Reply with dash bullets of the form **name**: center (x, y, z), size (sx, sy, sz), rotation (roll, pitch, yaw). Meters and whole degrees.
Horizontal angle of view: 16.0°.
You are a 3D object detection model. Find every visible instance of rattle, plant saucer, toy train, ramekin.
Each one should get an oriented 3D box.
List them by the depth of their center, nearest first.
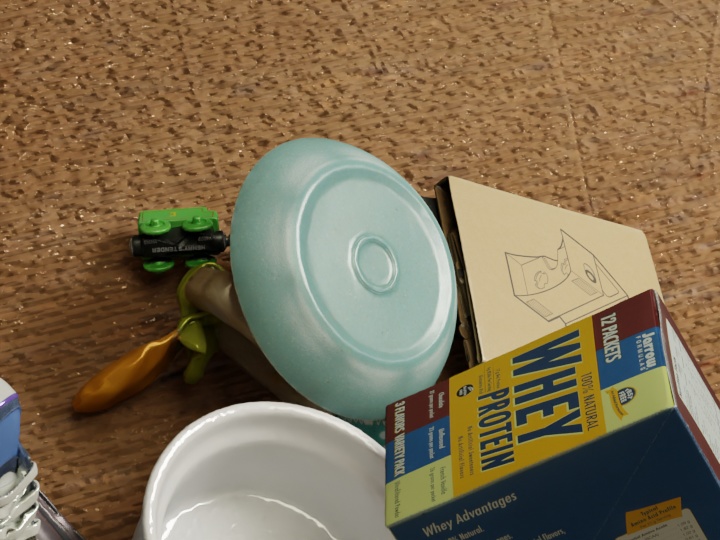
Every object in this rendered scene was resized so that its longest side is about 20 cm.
- **ramekin**: center (-0.057, 0.195, 1.665), size (0.200, 0.098, 0.201), rotation (12, 52, -15)
- **plant saucer**: center (0.000, 0.000, 1.730), size (0.200, 0.036, 0.200), rotation (19, 61, -37)
- **rattle**: center (-0.069, 0.101, 1.751), size (0.200, 0.130, 0.143), rotation (49, 58, -20)
- **toy train**: center (-0.064, -0.028, 1.819), size (0.200, 0.042, 0.056), rotation (-3, 22, -2)

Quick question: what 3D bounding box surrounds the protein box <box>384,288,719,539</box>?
- **protein box**: center (0.147, 0.158, 1.634), size (0.200, 0.198, 0.135), rotation (58, 16, -27)

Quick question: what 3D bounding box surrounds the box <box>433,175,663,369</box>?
- **box**: center (0.149, 0.020, 1.898), size (0.200, 0.021, 0.164), rotation (14, 51, -33)

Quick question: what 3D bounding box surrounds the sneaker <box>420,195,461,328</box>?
- **sneaker**: center (0.027, -0.010, 1.881), size (0.200, 0.060, 0.104), rotation (1, 57, -29)

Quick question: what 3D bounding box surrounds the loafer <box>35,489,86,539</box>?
- **loafer**: center (-0.239, 0.152, 1.647), size (0.200, 0.072, 0.063), rotation (47, 31, 6)

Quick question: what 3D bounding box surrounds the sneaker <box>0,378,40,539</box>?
- **sneaker**: center (-0.205, 0.174, 1.552), size (0.146, 0.200, 0.081), rotation (33, 31, 11)
